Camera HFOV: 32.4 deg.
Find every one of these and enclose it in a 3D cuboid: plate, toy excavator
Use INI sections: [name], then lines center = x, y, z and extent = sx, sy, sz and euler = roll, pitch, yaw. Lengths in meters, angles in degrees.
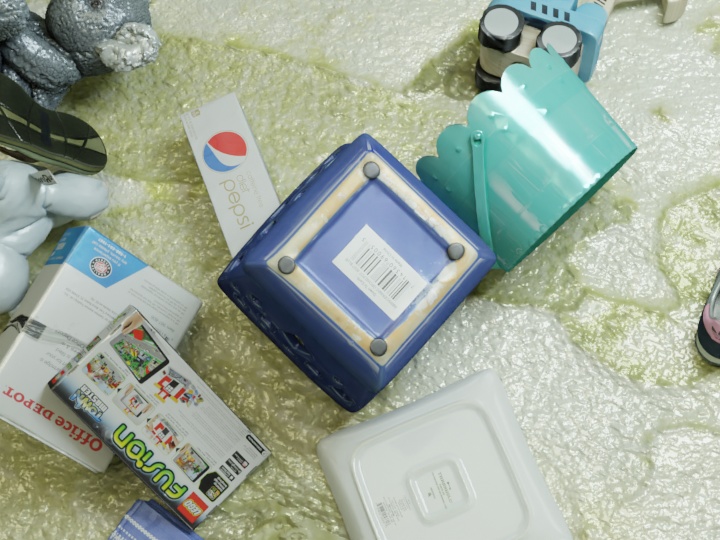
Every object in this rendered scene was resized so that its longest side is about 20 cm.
[plate]
center = 0.077, 0.214, 1.192
extent = 0.199, 0.032, 0.200
euler = -23, 68, 0
[toy excavator]
center = 0.238, -0.272, 1.332
extent = 0.194, 0.100, 0.200
euler = 21, 65, 14

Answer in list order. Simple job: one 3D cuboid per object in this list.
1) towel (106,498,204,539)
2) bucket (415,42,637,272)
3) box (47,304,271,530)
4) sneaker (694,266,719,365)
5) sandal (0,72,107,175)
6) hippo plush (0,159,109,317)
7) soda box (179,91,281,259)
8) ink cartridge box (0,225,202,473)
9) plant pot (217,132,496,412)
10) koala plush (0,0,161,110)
[towel]
center = -0.216, 0.338, 1.196
extent = 0.145, 0.024, 0.200
euler = 33, 79, 17
[bucket]
center = 0.160, -0.105, 1.213
extent = 0.207, 0.207, 0.135
euler = -42, 82, -9
[box]
center = -0.192, 0.142, 1.195
extent = 0.110, 0.035, 0.200
euler = -43, 108, -10
[sneaker]
center = 0.388, -0.005, 1.204
extent = 0.070, 0.082, 0.201
euler = 21, 73, 16
[sandal]
center = -0.355, -0.143, 1.289
extent = 0.057, 0.201, 0.080
euler = -27, 52, 32
[hippo plush]
center = -0.354, -0.030, 1.298
extent = 0.159, 0.200, 0.162
euler = 11, 93, -25
[soda box]
center = -0.127, -0.086, 1.323
extent = 0.068, 0.064, 0.201
euler = -22, 67, -1
[ink cartridge box]
center = -0.275, 0.078, 1.233
extent = 0.144, 0.084, 0.200
euler = 36, 73, -24
[plant pot]
center = 0.000, 0.000, 1.176
extent = 0.200, 0.180, 0.200
euler = 43, 79, -3
[koala plush]
center = -0.321, -0.257, 1.364
extent = 0.199, 0.184, 0.177
euler = -15, 31, -9
